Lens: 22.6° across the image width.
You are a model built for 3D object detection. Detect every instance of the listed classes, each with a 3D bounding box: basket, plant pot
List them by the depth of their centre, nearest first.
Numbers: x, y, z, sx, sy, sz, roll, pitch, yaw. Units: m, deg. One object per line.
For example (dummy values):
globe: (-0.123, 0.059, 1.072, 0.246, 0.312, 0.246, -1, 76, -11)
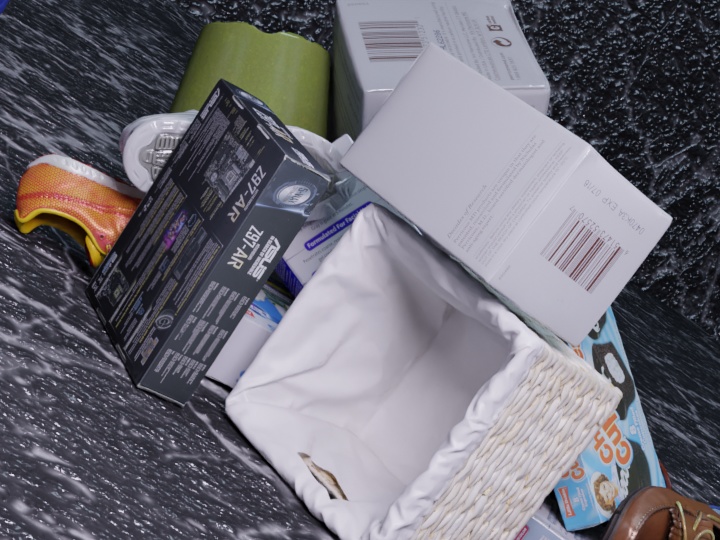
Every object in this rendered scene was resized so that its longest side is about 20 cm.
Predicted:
basket: (0.046, 0.097, 1.321, 0.198, 0.200, 0.161, 42, 7, 40)
plant pot: (-0.106, -0.119, 1.642, 0.200, 0.190, 0.200, 11, -6, 1)

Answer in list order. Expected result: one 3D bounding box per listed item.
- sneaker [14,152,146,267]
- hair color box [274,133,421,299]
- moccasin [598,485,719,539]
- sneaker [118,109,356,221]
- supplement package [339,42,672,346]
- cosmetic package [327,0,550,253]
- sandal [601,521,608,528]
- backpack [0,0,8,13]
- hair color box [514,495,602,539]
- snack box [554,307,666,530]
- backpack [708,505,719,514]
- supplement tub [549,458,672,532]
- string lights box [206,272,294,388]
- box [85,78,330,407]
sneaker: (-0.179, -0.029, 1.446, 0.200, 0.077, 0.073, 15, -18, -3)
hair color box: (0.000, 0.000, 1.500, 0.200, 0.109, 0.065, 55, -13, 11)
moccasin: (0.248, 0.218, 1.414, 0.078, 0.074, 0.201, 35, 4, 33)
sneaker: (-0.101, -0.095, 1.450, 0.200, 0.078, 0.099, 12, 15, -23)
supplement package: (0.101, -0.057, 1.289, 0.117, 0.117, 0.200, 33, 5, -43)
cosmetic package: (0.062, -0.123, 1.636, 0.166, 0.200, 0.168, -3, 39, -10)
sandal: (0.169, 0.146, 1.475, 0.200, 0.048, 0.075, 32, 42, -22)
backpack: (-0.404, -0.227, 1.455, 0.200, 0.163, 0.168, 34, 13, -8)
hair color box: (0.184, 0.250, 1.427, 0.200, 0.061, 0.099, 36, 10, 6)
snack box: (0.178, 0.098, 1.443, 0.116, 0.037, 0.200, -10, 82, -53)
backpack: (0.356, 0.282, 1.595, 0.183, 0.147, 0.200, 38, 7, 7)
supplement tub: (0.187, 0.188, 1.594, 0.200, 0.107, 0.107, 24, 15, -50)
string lights box: (-0.096, 0.043, 1.486, 0.103, 0.059, 0.200, 31, 10, -26)
box: (-0.116, -0.024, 1.325, 0.043, 0.200, 0.160, 27, 12, -32)
